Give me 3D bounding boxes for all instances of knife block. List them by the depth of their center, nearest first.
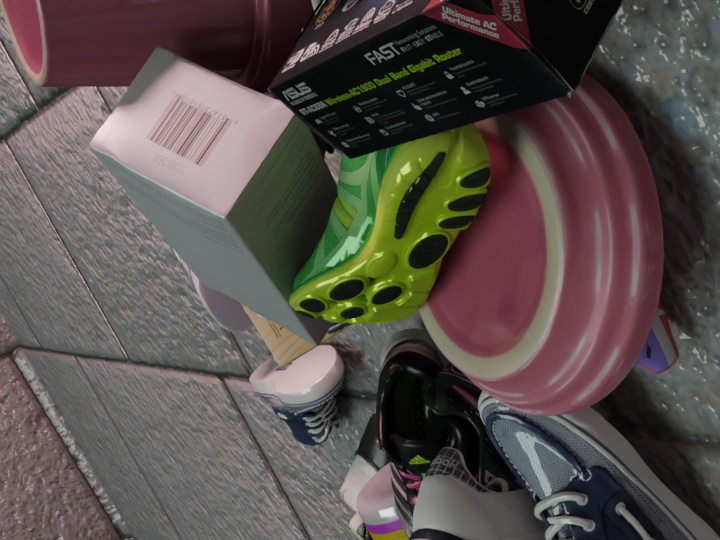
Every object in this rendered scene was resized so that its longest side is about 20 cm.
[{"bbox_3d":[0.000,0.000,0.925,0.064,0.175,0.200,58,-160,-1],"label":"knife block"}]

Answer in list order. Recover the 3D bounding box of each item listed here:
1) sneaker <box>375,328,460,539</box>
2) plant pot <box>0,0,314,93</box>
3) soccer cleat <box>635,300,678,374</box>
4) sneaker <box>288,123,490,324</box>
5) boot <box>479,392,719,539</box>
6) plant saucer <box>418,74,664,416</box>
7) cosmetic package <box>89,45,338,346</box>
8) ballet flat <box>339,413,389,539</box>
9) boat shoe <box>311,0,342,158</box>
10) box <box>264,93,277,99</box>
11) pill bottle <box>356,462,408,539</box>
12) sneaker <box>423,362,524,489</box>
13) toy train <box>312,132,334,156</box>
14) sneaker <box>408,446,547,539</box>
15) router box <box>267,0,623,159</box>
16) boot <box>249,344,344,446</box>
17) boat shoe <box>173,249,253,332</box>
[{"bbox_3d":[0.051,0.148,0.893,0.087,0.073,0.203,-14,-86,-80],"label":"sneaker"},{"bbox_3d":[-0.136,-0.200,0.732,0.200,0.177,0.202,47,147,45],"label":"plant pot"},{"bbox_3d":[0.120,0.042,0.730,0.074,0.068,0.200,55,153,-6],"label":"soccer cleat"},{"bbox_3d":[0.017,-0.033,0.659,0.200,0.073,0.084,128,148,-48],"label":"sneaker"},{"bbox_3d":[0.142,0.159,0.714,0.199,0.091,0.073,40,144,-3],"label":"boot"},{"bbox_3d":[0.084,-0.017,0.649,0.200,0.050,0.203,13,105,58],"label":"plant saucer"},{"bbox_3d":[-0.074,-0.039,0.734,0.112,0.082,0.200,28,166,22],"label":"cosmetic package"},{"bbox_3d":[0.020,0.227,1.128,0.068,0.068,0.202,35,147,40],"label":"ballet flat"},{"bbox_3d":[0.009,-0.159,0.685,0.071,0.061,0.204,3,113,12],"label":"boat shoe"},{"bbox_3d":[-0.128,-0.137,1.006,0.199,0.039,0.138,22,138,52],"label":"box"},{"bbox_3d":[0.084,0.261,1.005,0.201,0.104,0.104,61,155,-8],"label":"pill bottle"},{"bbox_3d":[0.115,0.149,0.838,0.201,0.086,0.080,54,157,7],"label":"sneaker"},{"bbox_3d":[-0.033,-0.152,0.822,0.046,0.034,0.201,57,157,26],"label":"toy train"},{"bbox_3d":[0.122,0.192,0.775,0.199,0.081,0.076,31,148,-23],"label":"sneaker"},{"bbox_3d":[0.052,-0.140,0.526,0.062,0.151,0.199,38,161,-21],"label":"router box"},{"bbox_3d":[-0.044,0.130,1.146,0.091,0.073,0.200,54,164,-11],"label":"boot"},{"bbox_3d":[-0.156,-0.034,1.156,0.065,0.073,0.202,-3,107,67],"label":"boat shoe"}]
